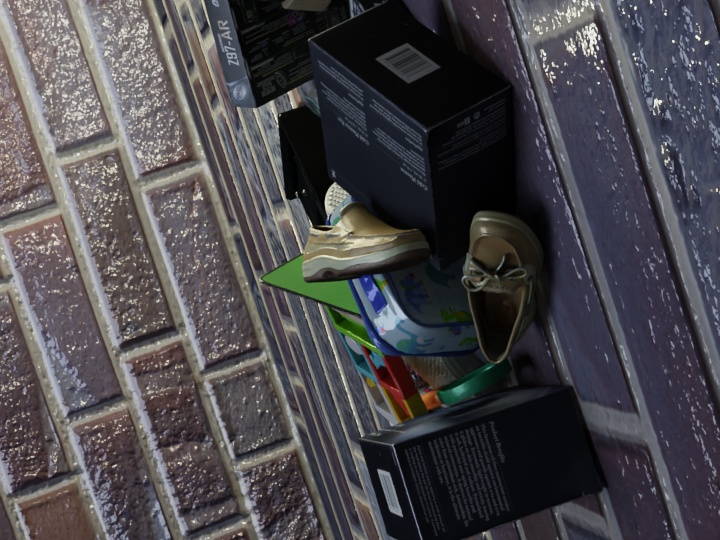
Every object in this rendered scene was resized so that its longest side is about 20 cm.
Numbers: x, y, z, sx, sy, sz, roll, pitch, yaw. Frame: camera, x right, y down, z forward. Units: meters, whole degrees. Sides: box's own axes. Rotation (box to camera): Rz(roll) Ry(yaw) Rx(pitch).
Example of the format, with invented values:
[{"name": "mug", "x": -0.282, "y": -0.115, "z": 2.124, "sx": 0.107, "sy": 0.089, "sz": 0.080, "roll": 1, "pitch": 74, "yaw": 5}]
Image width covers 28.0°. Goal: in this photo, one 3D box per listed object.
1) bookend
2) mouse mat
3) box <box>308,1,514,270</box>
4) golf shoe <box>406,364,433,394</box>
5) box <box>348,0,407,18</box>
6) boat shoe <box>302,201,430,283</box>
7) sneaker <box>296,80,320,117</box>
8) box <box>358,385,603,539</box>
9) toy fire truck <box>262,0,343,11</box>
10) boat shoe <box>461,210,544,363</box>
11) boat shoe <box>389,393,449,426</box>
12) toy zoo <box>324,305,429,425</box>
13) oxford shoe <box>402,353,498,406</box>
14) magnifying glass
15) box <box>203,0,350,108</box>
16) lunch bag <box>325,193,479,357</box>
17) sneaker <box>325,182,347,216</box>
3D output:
[{"name": "bookend", "x": -0.036, "y": -0.102, "z": 2.031, "sx": 0.200, "sy": 0.092, "sz": 0.199, "roll": 89, "pitch": 158, "yaw": -59}, {"name": "mouse mat", "x": 0.000, "y": 0.000, "z": 1.675, "sx": 0.161, "sy": 0.200, "sz": 0.008, "roll": 18, "pitch": 119, "yaw": 30}, {"name": "box", "x": 0.053, "y": -0.137, "z": 1.445, "sx": 0.200, "sy": 0.104, "sz": 0.182, "roll": 43, "pitch": 152, "yaw": 38}, {"name": "golf shoe", "x": 0.087, "y": 0.130, "z": 1.840, "sx": 0.073, "sy": 0.092, "sz": 0.200, "roll": 63, "pitch": 162, "yaw": 14}, {"name": "box", "x": 0.039, "y": -0.207, "z": 1.634, "sx": 0.200, "sy": 0.049, "sz": 0.161, "roll": 84, "pitch": 164, "yaw": -47}, {"name": "boat shoe", "x": -0.003, "y": -0.033, "z": 1.468, "sx": 0.200, "sy": 0.072, "sz": 0.076, "roll": -10, "pitch": 84, "yaw": 54}, {"name": "sneaker", "x": -0.019, "y": -0.209, "z": 1.884, "sx": 0.200, "sy": 0.075, "sz": 0.079, "roll": 65, "pitch": 155, "yaw": -4}, {"name": "box", "x": 0.121, "y": 0.205, "z": 1.540, "sx": 0.200, "sy": 0.198, "sz": 0.123, "roll": 158, "pitch": 96, "yaw": -78}, {"name": "toy fire truck", "x": -0.056, "y": -0.399, "z": 1.569, "sx": 0.200, "sy": 0.129, "sz": 0.176, "roll": 147, "pitch": 120, "yaw": -60}, {"name": "boat shoe", "x": 0.140, "y": 0.017, "z": 1.428, "sx": 0.200, "sy": 0.073, "sz": 0.063, "roll": 73, "pitch": -145, "yaw": -51}, {"name": "boat shoe", "x": 0.112, "y": 0.204, "z": 1.733, "sx": 0.200, "sy": 0.074, "sz": 0.065, "roll": 21, "pitch": 150, "yaw": 31}, {"name": "toy zoo", "x": 0.027, "y": 0.122, "z": 1.676, "sx": 0.131, "sy": 0.020, "sz": 0.200, "roll": 25, "pitch": 144, "yaw": 62}, {"name": "oxford shoe", "x": 0.092, "y": 0.091, "z": 1.691, "sx": 0.075, "sy": 0.058, "sz": 0.200, "roll": -19, "pitch": 119, "yaw": 48}, {"name": "magnifying glass", "x": 0.106, "y": 0.137, "z": 1.635, "sx": 0.022, "sy": 0.080, "sz": 0.200, "roll": 60, "pitch": 151, "yaw": 1}, {"name": "box", "x": -0.088, "y": -0.302, "z": 1.712, "sx": 0.044, "sy": 0.200, "sz": 0.160, "roll": 9, "pitch": 123, "yaw": 42}, {"name": "lunch bag", "x": 0.057, "y": -0.002, "z": 1.582, "sx": 0.082, "sy": 0.161, "sz": 0.200, "roll": -49, "pitch": 55, "yaw": 40}, {"name": "sneaker", "x": 0.019, "y": -0.080, "z": 1.738, "sx": 0.200, "sy": 0.075, "sz": 0.105, "roll": -67, "pitch": -38, "yaw": -57}]
